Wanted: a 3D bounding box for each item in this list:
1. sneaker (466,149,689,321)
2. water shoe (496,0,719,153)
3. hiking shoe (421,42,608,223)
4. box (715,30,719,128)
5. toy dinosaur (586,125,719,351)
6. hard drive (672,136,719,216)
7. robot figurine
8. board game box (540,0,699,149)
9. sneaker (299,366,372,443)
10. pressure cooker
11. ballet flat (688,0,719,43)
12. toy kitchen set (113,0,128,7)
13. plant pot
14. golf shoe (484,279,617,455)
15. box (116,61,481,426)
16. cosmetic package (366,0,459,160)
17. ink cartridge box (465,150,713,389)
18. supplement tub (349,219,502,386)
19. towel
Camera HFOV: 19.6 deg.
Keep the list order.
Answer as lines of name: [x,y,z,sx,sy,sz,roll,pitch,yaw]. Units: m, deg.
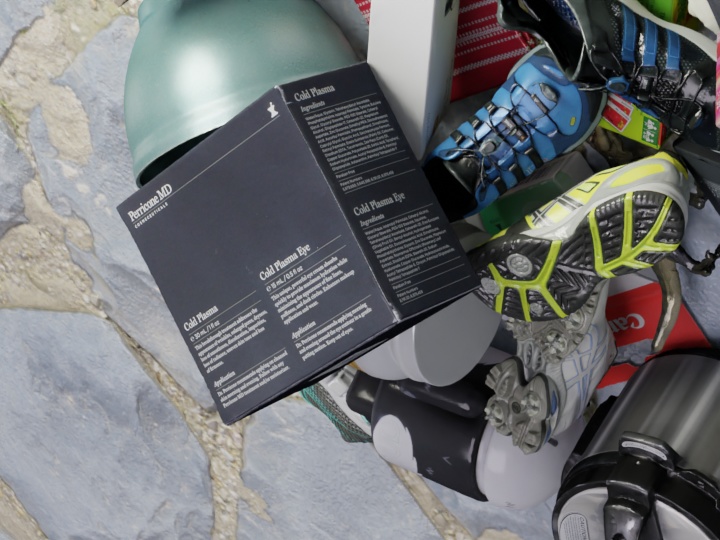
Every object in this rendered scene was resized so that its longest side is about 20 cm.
sneaker: [0.158,-0.023,1.492,0.199,0.077,0.076,-21,116,39]
water shoe: [0.173,-0.131,1.363,0.200,0.079,0.072,40,142,21]
hiking shoe: [0.104,-0.088,1.477,0.074,0.087,0.200,44,139,1]
box: [0.311,-0.154,1.252,0.099,0.096,0.200,27,133,-17]
toy dinosaur: [0.223,-0.033,1.526,0.088,0.047,0.201,-2,115,46]
hard drive: [0.300,-0.008,1.433,0.200,0.033,0.140,54,178,-15]
robot figurine: [0.090,0.119,1.736,0.199,0.150,0.126,21,120,28]
board game box: [0.179,-0.190,1.427,0.101,0.048,0.201,24,138,24]
sneaker: [-0.038,0.082,1.859,0.200,0.078,0.091,53,145,-9]
pressure cooker: [0.242,0.177,1.580,0.176,0.200,0.179,42,144,-6]
ballet flat: [0.253,-0.161,1.372,0.073,0.073,0.201,0,126,42]
toy kitchen set: [-0.177,-0.312,1.546,0.181,0.163,0.200,49,142,-5]
plant pot: [-0.099,-0.159,1.617,0.200,0.199,0.135,-31,75,51]
golf shoe: [0.161,0.045,1.598,0.078,0.097,0.201,45,135,31]
box: [-0.046,-0.018,1.485,0.200,0.104,0.183,-31,84,41]
cosmetic package: [0.040,-0.186,1.478,0.050,0.083,0.201,14,126,13]
ink cartridge box: [0.161,0.015,1.634,0.161,0.050,0.201,-21,107,50]
supplement tub: [0.000,0.000,1.618,0.199,0.145,0.145,21,137,33]
towel: [0.046,-0.215,1.547,0.144,0.022,0.201,-14,113,50]
